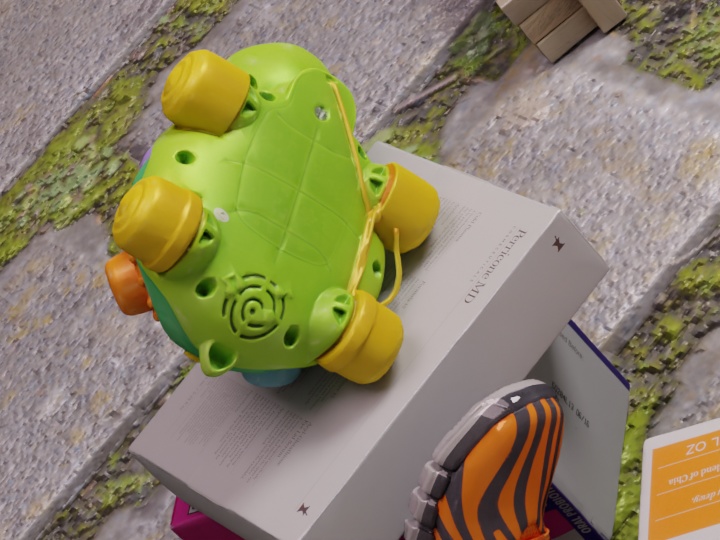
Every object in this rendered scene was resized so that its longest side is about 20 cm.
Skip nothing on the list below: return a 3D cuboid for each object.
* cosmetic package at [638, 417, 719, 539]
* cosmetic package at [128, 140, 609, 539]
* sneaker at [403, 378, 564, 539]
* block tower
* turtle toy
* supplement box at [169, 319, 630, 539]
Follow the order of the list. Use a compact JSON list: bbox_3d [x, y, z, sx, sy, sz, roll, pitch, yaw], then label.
[{"bbox_3d":[0.175,0.155,1.215,0.101,0.071,0.200,-21,42,28],"label":"cosmetic package"},{"bbox_3d":[0.002,0.043,1.339,0.200,0.052,0.151,-51,34,-10],"label":"cosmetic package"},{"bbox_3d":[0.072,0.152,1.271,0.112,0.078,0.200,40,127,35],"label":"sneaker"},{"bbox_3d":[0.089,-0.196,1.670,0.058,0.054,0.200,-39,35,8],"label":"block tower"},{"bbox_3d":[-0.047,-0.030,1.318,0.101,0.146,0.200,-37,29,48],"label":"turtle toy"},{"bbox_3d":[0.019,0.092,1.405,0.200,0.101,0.103,-18,43,32],"label":"supplement box"}]
